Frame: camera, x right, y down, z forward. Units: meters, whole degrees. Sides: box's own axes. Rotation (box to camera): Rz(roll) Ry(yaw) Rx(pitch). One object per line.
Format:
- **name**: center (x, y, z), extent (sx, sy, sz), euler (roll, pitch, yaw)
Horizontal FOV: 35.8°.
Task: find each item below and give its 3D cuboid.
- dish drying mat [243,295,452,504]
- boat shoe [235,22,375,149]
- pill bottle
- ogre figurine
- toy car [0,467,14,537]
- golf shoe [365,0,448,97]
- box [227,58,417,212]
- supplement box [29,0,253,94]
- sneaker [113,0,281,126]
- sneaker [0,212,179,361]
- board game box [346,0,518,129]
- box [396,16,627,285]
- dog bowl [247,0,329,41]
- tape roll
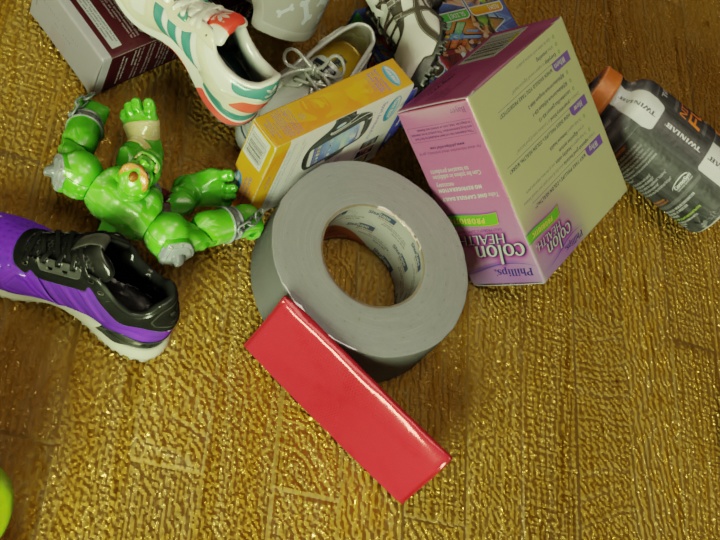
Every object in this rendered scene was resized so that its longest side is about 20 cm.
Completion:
- **dish drying mat**: center (-0.013, 0.113, 0.973), extent (0.200, 0.077, 0.018), euler (45, 38, 2)
- **boat shoe**: center (-0.045, -0.188, 1.108), extent (0.075, 0.086, 0.202), euler (44, 54, 2)
- **pill bottle**: center (0.332, -0.142, 1.255), extent (0.199, 0.106, 0.107), euler (37, 54, -4)
- **ogre figurine**: center (-0.187, -0.071, 0.978), extent (0.201, 0.098, 0.120), euler (50, 35, -13)
- **toy car**: center (-0.341, 0.167, 0.752), extent (0.198, 0.177, 0.150), euler (-19, 37, -32)
- **golf shoe**: center (0.041, -0.256, 1.158), extent (0.093, 0.078, 0.202), euler (15, 49, -12)
- **box**: center (-0.032, -0.129, 1.062), extent (0.199, 0.119, 0.042), euler (-32, 75, -35)
- **supplement box**: center (-0.206, -0.261, 1.085), extent (0.199, 0.061, 0.109), euler (-33, 81, -34)
- **sneaker**: center (-0.145, -0.228, 1.009), extent (0.200, 0.093, 0.070), euler (51, 56, -11)
- **sneaker**: center (-0.233, -0.007, 0.911), extent (0.198, 0.100, 0.070), euler (27, 53, -11)
- **board game box**: center (0.097, -0.243, 1.237), extent (0.198, 0.034, 0.137), euler (-20, 74, -32)
- **box**: center (0.156, -0.117, 1.113), extent (0.176, 0.096, 0.202), euler (-43, 115, -36)
- **dog bowl**: center (-0.105, -0.315, 1.080), extent (0.199, 0.059, 0.201), euler (34, 29, -22)
- **tape roll**: center (0.000, 0.000, 1.044), extent (0.198, 0.066, 0.203), euler (12, 59, -21)
